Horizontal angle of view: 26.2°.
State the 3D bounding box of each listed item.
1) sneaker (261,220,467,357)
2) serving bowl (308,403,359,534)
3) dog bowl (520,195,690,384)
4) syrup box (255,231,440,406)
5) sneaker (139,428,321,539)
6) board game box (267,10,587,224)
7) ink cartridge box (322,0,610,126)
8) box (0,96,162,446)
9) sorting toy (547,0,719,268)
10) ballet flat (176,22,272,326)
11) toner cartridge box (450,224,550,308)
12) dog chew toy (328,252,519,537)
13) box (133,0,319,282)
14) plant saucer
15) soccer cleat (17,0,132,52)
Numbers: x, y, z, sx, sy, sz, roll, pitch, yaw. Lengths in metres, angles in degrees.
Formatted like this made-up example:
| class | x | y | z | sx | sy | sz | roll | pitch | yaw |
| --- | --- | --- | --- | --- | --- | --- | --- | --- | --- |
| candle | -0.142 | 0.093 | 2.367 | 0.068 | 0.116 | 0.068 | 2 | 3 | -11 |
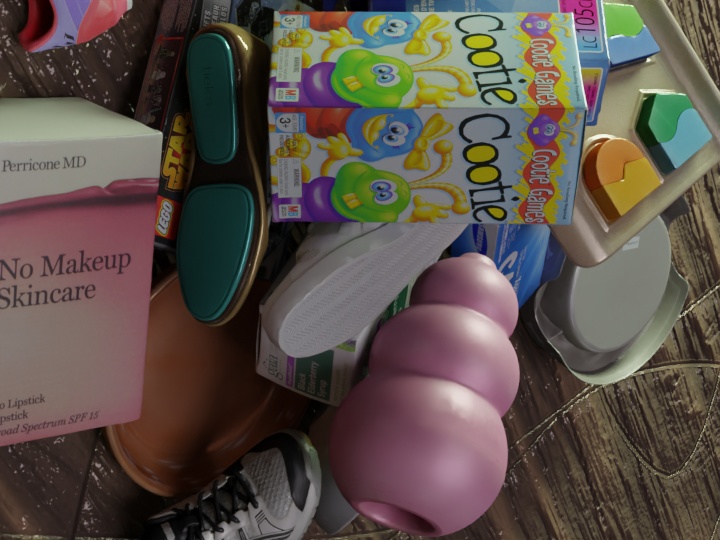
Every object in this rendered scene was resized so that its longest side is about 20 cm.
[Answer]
| class | x | y | z | sx | sy | sz | roll | pitch | yaw |
| --- | --- | --- | --- | --- | --- | --- | --- | --- | --- |
| sneaker | -0.021 | -0.026 | 1.072 | 0.200 | 0.115 | 0.074 | -39 | 146 | -33 |
| serving bowl | 0.010 | 0.109 | 1.222 | 0.066 | 0.200 | 0.200 | 37 | 78 | -3 |
| dog bowl | 0.227 | 0.002 | 1.439 | 0.200 | 0.059 | 0.201 | -18 | 118 | -38 |
| syrup box | 0.000 | 0.000 | 1.152 | 0.079 | 0.081 | 0.200 | 96 | 19 | -46 |
| sneaker | -0.110 | 0.194 | 1.143 | 0.088 | 0.076 | 0.200 | 13 | 124 | -51 |
| board game box | 0.041 | -0.102 | 1.023 | 0.199 | 0.105 | 0.103 | 0 | 136 | -1 |
| ink cartridge box | 0.073 | -0.176 | 1.122 | 0.076 | 0.199 | 0.137 | 88 | 2 | -54 |
| box | -0.213 | -0.003 | 0.994 | 0.128 | 0.109 | 0.201 | -8 | 112 | -40 |
| sorting toy | 0.195 | -0.128 | 1.206 | 0.200 | 0.036 | 0.185 | -37 | 98 | -27 |
| ballet flat | -0.081 | -0.063 | 1.033 | 0.063 | 0.068 | 0.201 | -7 | 101 | -59 |
| toner cartridge box | 0.116 | -0.021 | 1.274 | 0.095 | 0.043 | 0.200 | -48 | 159 | -25 |
| dog chew toy | 0.055 | 0.080 | 1.077 | 0.125 | 0.124 | 0.200 | 43 | 58 | -44 |
| box | -0.093 | -0.104 | 1.088 | 0.137 | 0.040 | 0.201 | 20 | 81 | -45 |
| plant saucer | -0.116 | 0.074 | 1.167 | 0.200 | 0.037 | 0.201 | -18 | 118 | -36 |
| soccer cleat | -0.200 | -0.230 | 0.949 | 0.076 | 0.067 | 0.200 | -31 | 128 | -24 |
